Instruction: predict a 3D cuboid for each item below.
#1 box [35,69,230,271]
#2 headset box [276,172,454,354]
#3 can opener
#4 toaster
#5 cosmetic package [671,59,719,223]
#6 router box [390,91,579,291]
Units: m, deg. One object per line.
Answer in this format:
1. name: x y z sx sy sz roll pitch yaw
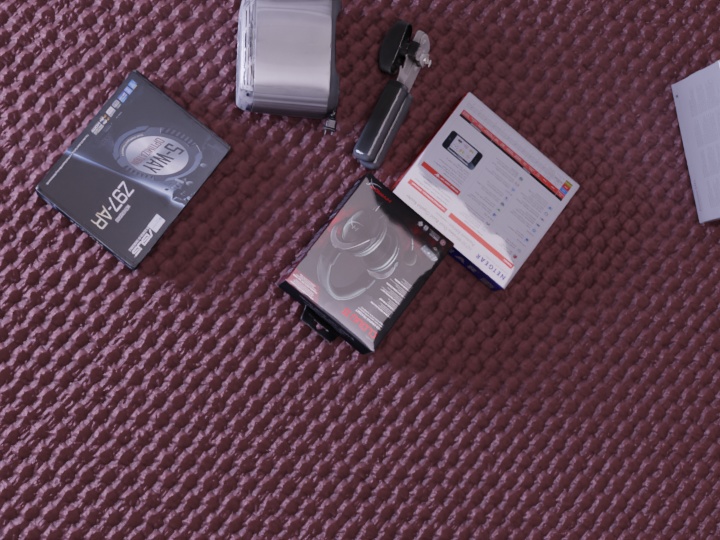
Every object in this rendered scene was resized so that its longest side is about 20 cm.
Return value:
1. box: -0.287 -0.126 1.692 0.160 0.044 0.200 39 79 -6
2. headset box: 0.000 0.000 1.724 0.149 0.077 0.200 40 77 -6
3. can opener: 0.039 -0.231 1.772 0.066 0.053 0.201 17 78 25
4. toaster: -0.093 -0.274 1.712 0.128 0.114 0.202 2 87 -8
5. cosmetic package: 0.490 -0.173 1.803 0.051 0.151 0.202 -10 88 -14
6. router box: 0.162 -0.105 1.780 0.200 0.049 0.180 40 79 -6
